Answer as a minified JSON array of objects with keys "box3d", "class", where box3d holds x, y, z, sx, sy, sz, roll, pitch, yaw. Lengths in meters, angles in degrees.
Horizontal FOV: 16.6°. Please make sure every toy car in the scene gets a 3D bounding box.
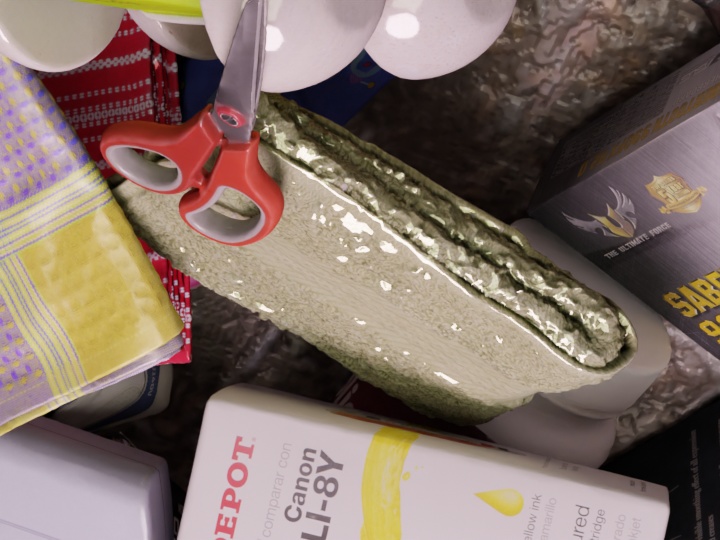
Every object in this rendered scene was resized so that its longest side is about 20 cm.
[{"box3d":[-0.045,-0.148,0.927,0.175,0.200,0.150,9,102,37],"class":"toy car"}]

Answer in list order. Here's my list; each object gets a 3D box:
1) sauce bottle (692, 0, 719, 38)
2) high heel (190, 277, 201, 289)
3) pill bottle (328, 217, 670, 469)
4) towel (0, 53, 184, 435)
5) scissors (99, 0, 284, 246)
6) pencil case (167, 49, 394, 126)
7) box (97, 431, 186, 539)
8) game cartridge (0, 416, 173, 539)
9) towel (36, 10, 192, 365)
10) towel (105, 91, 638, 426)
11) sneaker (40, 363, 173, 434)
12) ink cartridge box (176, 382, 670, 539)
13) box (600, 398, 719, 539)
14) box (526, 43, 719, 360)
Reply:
[{"box3d":[0.202,-0.097,1.069,0.200,0.066,0.066,38,117,-14],"class":"sauce bottle"},{"box3d":[-0.151,-0.036,1.132,0.200,0.067,0.096,-1,131,10],"class":"high heel"},{"box3d":[0.046,0.078,1.156,0.114,0.114,0.200,33,118,-14],"class":"pill bottle"},{"box3d":[-0.172,-0.024,1.019,0.144,0.023,0.200,-22,105,24],"class":"towel"},{"box3d":[-0.040,-0.050,0.877,0.073,0.014,0.200,35,156,-11],"class":"scissors"},{"box3d":[-0.014,-0.106,1.076,0.087,0.078,0.200,31,119,-22],"class":"pencil case"},{"box3d":[-0.179,0.145,1.209,0.200,0.050,0.158,-12,155,13],"class":"box"},{"box3d":[-0.155,0.162,1.108,0.133,0.042,0.200,19,109,13],"class":"game cartridge"},{"box3d":[-0.145,-0.054,1.084,0.144,0.022,0.200,-5,88,21],"class":"towel"},{"box3d":[0.000,0.000,1.001,0.200,0.037,0.148,31,154,-16],"class":"towel"},{"box3d":[-0.175,0.066,1.181,0.200,0.075,0.088,-11,160,42],"class":"sneaker"},{"box3d":[0.019,0.141,1.053,0.200,0.083,0.145,13,91,6],"class":"ink cartridge box"},{"box3d":[0.158,0.161,1.174,0.200,0.148,0.107,-32,113,22],"class":"box"},{"box3d":[0.193,-0.029,1.066,0.158,0.048,0.200,37,146,-17],"class":"box"}]
